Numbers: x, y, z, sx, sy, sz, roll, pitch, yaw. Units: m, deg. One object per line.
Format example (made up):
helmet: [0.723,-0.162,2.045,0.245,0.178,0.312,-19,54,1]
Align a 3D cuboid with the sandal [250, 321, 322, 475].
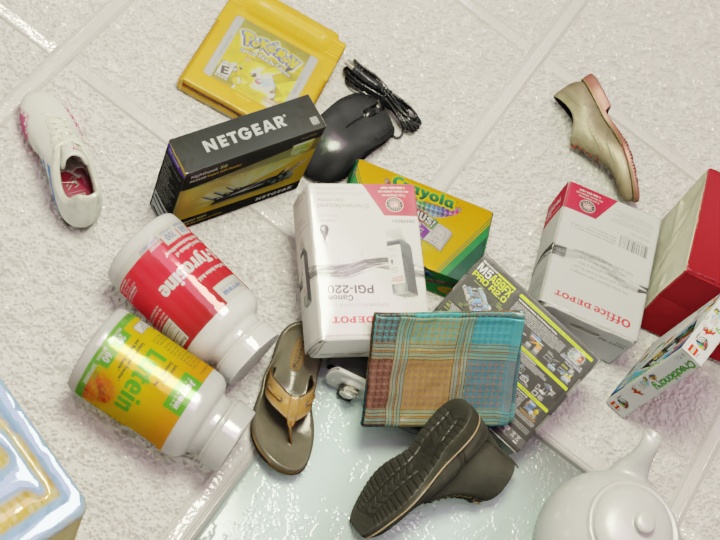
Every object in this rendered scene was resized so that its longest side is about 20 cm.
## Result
sandal: [-0.080,0.146,1.604,0.081,0.055,0.202,19,60,-8]

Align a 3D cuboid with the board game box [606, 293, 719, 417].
board game box: [0.403,0.107,1.701,0.035,0.200,0.126,43,60,4]

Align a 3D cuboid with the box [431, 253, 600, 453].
box: [0.176,0.104,1.676,0.200,0.044,0.160,42,89,5]

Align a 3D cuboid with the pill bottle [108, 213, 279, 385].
pill bottle: [-0.196,0.037,1.587,0.200,0.112,0.112,44,60,6]

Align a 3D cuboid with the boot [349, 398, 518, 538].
boot: [0.096,0.268,1.596,0.200,0.078,0.138,-43,127,1]

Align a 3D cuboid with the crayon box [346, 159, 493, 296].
crayon box: [0.066,-0.052,1.749,0.198,0.058,0.120,21,61,-8]

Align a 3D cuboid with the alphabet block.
alphabet block: [-0.416,0.245,1.360,0.194,0.200,0.197,-30,77,-29]

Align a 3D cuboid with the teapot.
teapot: [0.310,0.327,1.593,0.196,0.146,0.201,-22,74,-26]

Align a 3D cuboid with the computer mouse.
computer mouse: [-0.012,-0.200,1.800,0.138,0.053,0.200,41,59,4]

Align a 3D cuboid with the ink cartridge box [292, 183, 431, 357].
ink cartridge box: [0.000,0.000,1.629,0.144,0.085,0.202,-1,74,-17]

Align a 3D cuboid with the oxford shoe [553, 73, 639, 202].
oxford shoe: [0.342,-0.181,1.914,0.074,0.070,0.202,-22,73,2]

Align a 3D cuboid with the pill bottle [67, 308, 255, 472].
pill bottle: [-0.224,0.142,1.525,0.199,0.111,0.111,34,59,0]

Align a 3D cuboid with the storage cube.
storage cube: [0.497,0.001,1.803,0.178,0.171,0.201,23,60,-5]

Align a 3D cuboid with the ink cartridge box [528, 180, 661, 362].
ink cartridge box: [0.310,0.003,1.789,0.144,0.083,0.201,23,60,-7]

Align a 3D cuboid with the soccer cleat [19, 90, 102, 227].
soccer cleat: [-0.364,-0.151,1.639,0.069,0.086,0.201,-18,71,-25]

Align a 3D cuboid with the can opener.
can opener: [0.048,0.159,1.642,0.199,0.053,0.067,28,60,-4]

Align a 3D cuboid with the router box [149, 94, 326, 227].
router box: [-0.155,-0.131,1.658,0.199,0.157,0.053,-22,72,-26]

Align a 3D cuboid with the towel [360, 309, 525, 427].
towel: [0.102,0.119,1.592,0.198,0.022,0.148,1,105,-20]

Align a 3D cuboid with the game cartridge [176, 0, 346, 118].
game cartridge: [-0.130,-0.284,1.816,0.175,0.032,0.201,28,60,-4]
